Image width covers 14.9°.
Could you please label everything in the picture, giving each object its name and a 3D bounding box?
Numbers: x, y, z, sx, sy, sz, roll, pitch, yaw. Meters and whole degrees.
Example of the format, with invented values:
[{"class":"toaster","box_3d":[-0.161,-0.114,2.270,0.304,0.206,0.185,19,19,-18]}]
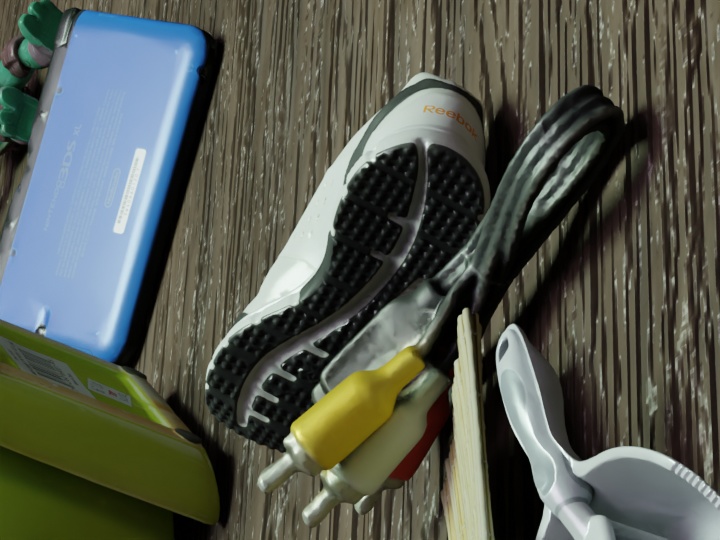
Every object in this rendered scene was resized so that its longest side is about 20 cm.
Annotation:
[{"class":"game console","box_3d":[-0.142,-0.042,1.624,0.170,0.118,0.201,12,85,38]},{"class":"dustpan and brush","box_3d":[0.079,0.092,0.884,0.200,0.057,0.140,-97,30,-49]},{"class":"sushi mat","box_3d":[0.040,0.104,0.959,0.200,0.012,0.096,-91,4,-59]},{"class":"sneaker","box_3d":[0.000,0.000,1.172,0.200,0.074,0.080,-52,15,36]},{"class":"turtle figurine","box_3d":[-0.272,-0.119,1.904,0.200,0.100,0.151,-12,77,50]},{"class":"cable","box_3d":[0.045,0.020,1.055,0.200,0.097,0.050,-46,61,17]},{"class":"plant pot","box_3d":[-0.189,0.126,1.374,0.182,0.198,0.200,-65,21,5]}]
